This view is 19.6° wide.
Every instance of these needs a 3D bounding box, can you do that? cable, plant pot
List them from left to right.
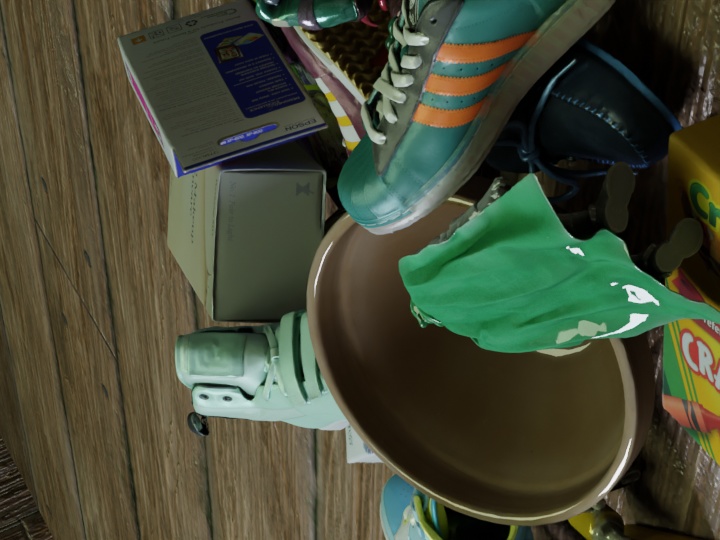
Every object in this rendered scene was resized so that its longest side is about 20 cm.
[{"bbox_3d":[0.078,0.028,1.112,0.200,0.093,0.202,20,128,28],"label":"plant pot"},{"bbox_3d":[0.110,0.109,1.235,0.200,0.050,0.098,174,78,-71],"label":"cable"}]

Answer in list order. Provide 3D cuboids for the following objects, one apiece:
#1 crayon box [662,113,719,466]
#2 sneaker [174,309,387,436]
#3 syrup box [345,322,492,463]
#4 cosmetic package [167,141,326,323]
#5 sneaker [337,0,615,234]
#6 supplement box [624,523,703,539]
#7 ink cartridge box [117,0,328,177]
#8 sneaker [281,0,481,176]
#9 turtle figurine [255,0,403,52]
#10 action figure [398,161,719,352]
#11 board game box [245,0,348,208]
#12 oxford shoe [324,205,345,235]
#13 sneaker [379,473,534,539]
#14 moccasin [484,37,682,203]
[{"bbox_3d":[0.187,0.017,0.912,0.127,0.051,0.201,50,154,45],"label":"crayon box"},{"bbox_3d":[-0.049,0.057,1.256,0.200,0.117,0.074,128,143,-68],"label":"sneaker"},{"bbox_3d":[0.047,0.073,1.278,0.200,0.081,0.079,142,127,-76],"label":"syrup box"},{"bbox_3d":[-0.080,-0.040,1.407,0.200,0.073,0.104,-133,45,-71],"label":"cosmetic package"},{"bbox_3d":[0.041,-0.107,0.972,0.200,0.080,0.072,-50,29,21],"label":"sneaker"},{"bbox_3d":[0.109,0.241,1.148,0.103,0.199,0.132,-2,108,70],"label":"supplement box"},{"bbox_3d":[-0.089,-0.111,1.338,0.200,0.094,0.037,-122,16,-57],"label":"ink cartridge box"},{"bbox_3d":[0.003,-0.105,1.254,0.200,0.075,0.090,58,154,32],"label":"sneaker"},{"bbox_3d":[0.022,-0.176,1.095,0.150,0.100,0.200,-62,31,13],"label":"turtle figurine"},{"bbox_3d":[0.075,-0.001,0.973,0.118,0.055,0.200,39,154,-17],"label":"action figure"},{"bbox_3d":[-0.025,-0.114,1.399,0.200,0.032,0.120,56,162,31],"label":"board game box"},{"bbox_3d":[0.000,0.000,1.328,0.071,0.074,0.200,53,154,-9],"label":"oxford shoe"},{"bbox_3d":[0.059,0.149,1.307,0.200,0.079,0.131,39,157,53],"label":"sneaker"},{"bbox_3d":[0.087,-0.073,1.037,0.081,0.068,0.200,48,170,-23],"label":"moccasin"}]
